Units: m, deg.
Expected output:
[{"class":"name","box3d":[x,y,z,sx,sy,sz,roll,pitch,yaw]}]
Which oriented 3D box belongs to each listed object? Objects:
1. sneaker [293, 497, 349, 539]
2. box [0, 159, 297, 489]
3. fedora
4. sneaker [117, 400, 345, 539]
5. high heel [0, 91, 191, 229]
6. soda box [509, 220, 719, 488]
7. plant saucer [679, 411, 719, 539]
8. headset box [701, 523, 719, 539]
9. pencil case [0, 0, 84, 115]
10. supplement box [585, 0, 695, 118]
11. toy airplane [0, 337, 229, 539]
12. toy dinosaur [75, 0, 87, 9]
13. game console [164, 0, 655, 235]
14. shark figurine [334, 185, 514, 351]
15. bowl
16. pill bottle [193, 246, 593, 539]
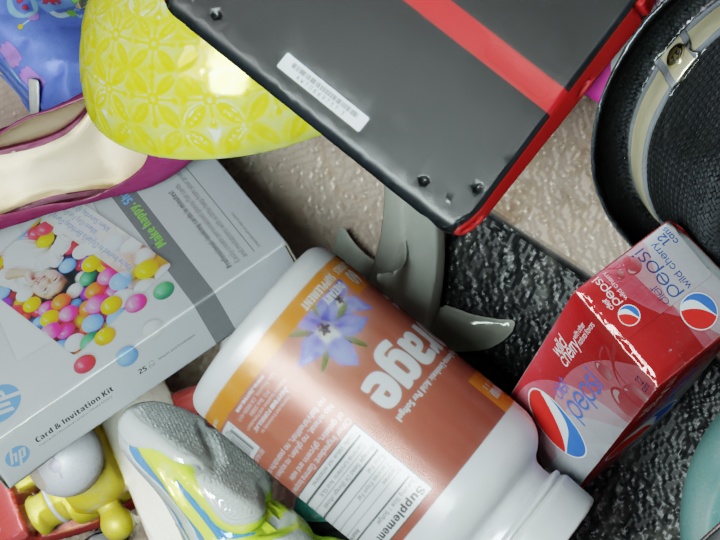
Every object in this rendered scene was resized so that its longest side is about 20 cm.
[{"class":"sneaker","box3d":[0.044,0.139,1.414,0.199,0.084,0.121,-3,106,28]},{"class":"box","box3d":[-0.150,0.011,1.415,0.200,0.041,0.156,-35,45,-6]},{"class":"fedora","box3d":[0.215,-0.063,1.241,0.200,0.092,0.201,-6,122,-9]},{"class":"sneaker","box3d":[-0.071,0.165,1.379,0.200,0.076,0.105,40,109,6]},{"class":"high heel","box3d":[-0.165,-0.059,1.387,0.199,0.096,0.068,-23,96,22]},{"class":"soda box","box3d":[0.131,0.049,1.294,0.070,0.200,0.063,-36,78,-19]},{"class":"plant saucer","box3d":[0.258,0.146,1.333,0.199,0.036,0.201,4,100,26]},{"class":"headset box","box3d":[0.223,0.194,1.286,0.149,0.075,0.200,48,115,11]},{"class":"pencil case","box3d":[-0.200,-0.152,1.483,0.200,0.087,0.078,51,137,12]},{"class":"supplement box","box3d":[0.157,-0.191,1.294,0.101,0.103,0.201,33,112,17]},{"class":"toy airplane","box3d":[-0.132,0.103,1.455,0.199,0.141,0.200,22,99,27]},{"class":"toy dinosaur","box3d":[-0.153,-0.208,1.451,0.200,0.102,0.077,44,126,3]},{"class":"game console","box3d":[0.028,-0.143,1.250,0.200,0.031,0.177,39,92,10]},{"class":"shark figurine","box3d":[0.011,-0.019,1.397,0.128,0.089,0.216,-2,96,18]},{"class":"bowl","box3d":[-0.064,-0.157,1.337,0.199,0.200,0.108,2,127,26]},{"class":"pill bottle","box3d":[0.020,0.089,1.326,0.200,0.112,0.112,39,113,3]}]
